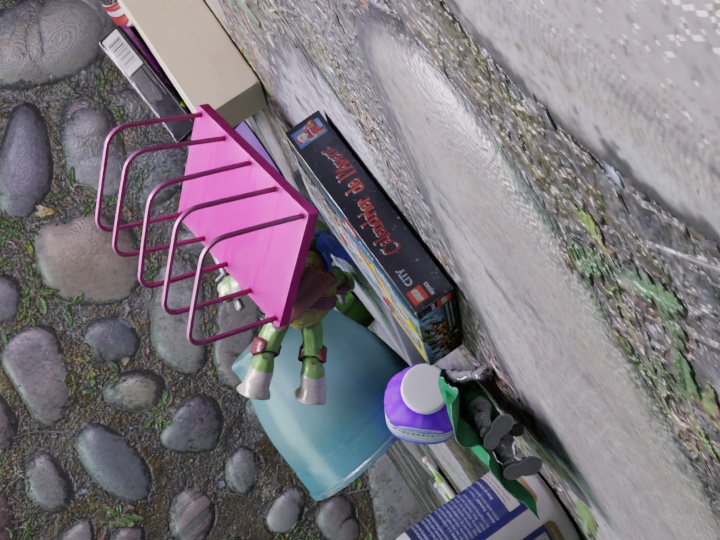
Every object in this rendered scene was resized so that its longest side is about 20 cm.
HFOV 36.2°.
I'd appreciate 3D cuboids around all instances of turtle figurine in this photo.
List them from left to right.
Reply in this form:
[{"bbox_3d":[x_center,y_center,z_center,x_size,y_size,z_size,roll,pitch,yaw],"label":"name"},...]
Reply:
[{"bbox_3d":[-0.080,0.038,1.204,0.199,0.196,0.143,12,-176,38],"label":"turtle figurine"}]

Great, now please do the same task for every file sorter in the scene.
[{"bbox_3d":[-0.160,-0.045,1.080,0.200,0.125,0.140,44,133,33],"label":"file sorter"}]

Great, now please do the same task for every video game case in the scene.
[{"bbox_3d":[0.000,0.000,1.233,0.183,0.022,0.201,52,172,35],"label":"video game case"}]

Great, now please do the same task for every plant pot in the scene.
[{"bbox_3d":[-0.046,0.136,1.329,0.188,0.200,0.200,48,174,-5],"label":"plant pot"}]

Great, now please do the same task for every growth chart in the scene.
[{"bbox_3d":[0.170,0.426,2.042,0.145,0.018,0.200,53,173,25],"label":"growth chart"}]

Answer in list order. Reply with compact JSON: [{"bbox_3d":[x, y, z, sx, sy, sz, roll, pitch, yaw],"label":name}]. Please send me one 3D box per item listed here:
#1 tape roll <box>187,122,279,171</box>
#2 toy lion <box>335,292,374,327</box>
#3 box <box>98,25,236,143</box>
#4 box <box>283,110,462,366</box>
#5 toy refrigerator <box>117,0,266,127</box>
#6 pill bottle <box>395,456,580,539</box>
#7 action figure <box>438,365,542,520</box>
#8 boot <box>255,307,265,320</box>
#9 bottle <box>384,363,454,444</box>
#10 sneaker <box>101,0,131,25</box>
[{"bbox_3d":[-0.162,-0.120,1.581,0.201,0.085,0.200,55,173,10],"label":"tape roll"},{"bbox_3d":[-0.060,-0.005,1.401,0.192,0.069,0.200,46,-178,30],"label":"toy lion"},{"bbox_3d":[-0.214,-0.224,1.304,0.143,0.036,0.200,51,-164,-2],"label":"box"},{"bbox_3d":[0.013,-0.025,0.945,0.201,0.037,0.137,54,173,23],"label":"box"},{"bbox_3d":[-0.189,-0.247,1.203,0.201,0.076,0.070,54,173,15],"label":"toy refrigerator"},{"bbox_3d":[0.099,0.275,1.037,0.111,0.199,0.111,55,173,10],"label":"pill bottle"},{"bbox_3d":[0.102,0.123,0.936,0.119,0.054,0.200,57,-179,-12],"label":"action figure"},{"bbox_3d":[-0.112,0.037,1.750,0.070,0.131,0.200,57,173,-15],"label":"boot"},{"bbox_3d":[0.066,0.139,1.150,0.200,0.082,0.066,84,-168,-75],"label":"bottle"},{"bbox_3d":[-0.366,-0.399,1.795,0.113,0.071,0.200,54,167,-11],"label":"sneaker"}]
